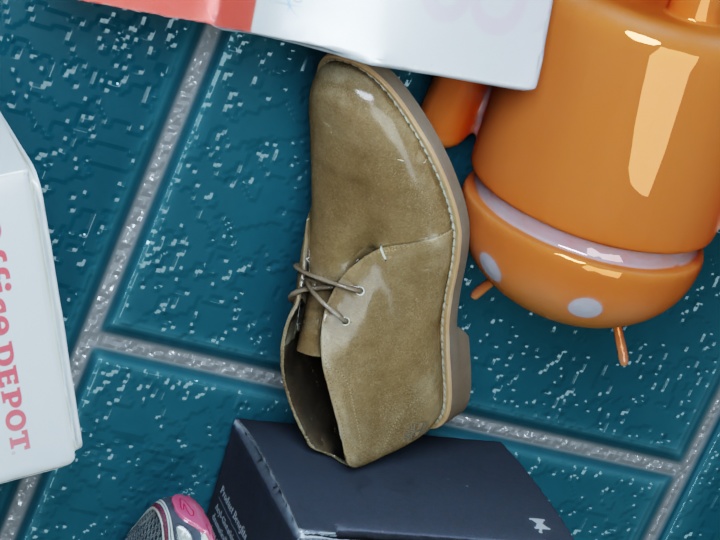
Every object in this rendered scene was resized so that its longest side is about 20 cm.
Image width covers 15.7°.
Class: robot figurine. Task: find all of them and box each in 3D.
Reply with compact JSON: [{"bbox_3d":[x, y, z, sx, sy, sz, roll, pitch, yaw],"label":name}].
[{"bbox_3d":[0.112,-0.060,1.136,0.143,0.117,0.201,7,115,-24],"label":"robot figurine"}]

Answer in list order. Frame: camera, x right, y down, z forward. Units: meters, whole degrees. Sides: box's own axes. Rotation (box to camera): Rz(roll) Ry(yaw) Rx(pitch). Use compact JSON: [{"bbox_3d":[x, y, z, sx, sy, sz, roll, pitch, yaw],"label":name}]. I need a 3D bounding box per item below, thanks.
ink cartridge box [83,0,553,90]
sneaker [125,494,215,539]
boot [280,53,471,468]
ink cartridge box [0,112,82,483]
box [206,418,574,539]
[{"bbox_3d":[-0.008,-0.168,1.043,0.199,0.057,0.164,8,95,-30],"label":"ink cartridge box"},{"bbox_3d":[-0.134,0.185,1.193,0.074,0.081,0.200,30,104,-28],"label":"sneaker"},{"bbox_3d":[0.000,0.000,1.140,0.075,0.073,0.201,-32,129,-32],"label":"boot"},{"bbox_3d":[-0.226,0.026,1.066,0.199,0.083,0.146,-13,122,-14],"label":"ink cartridge box"},{"bbox_3d":[-0.004,0.183,1.230,0.147,0.104,0.201,8,113,-25],"label":"box"}]
